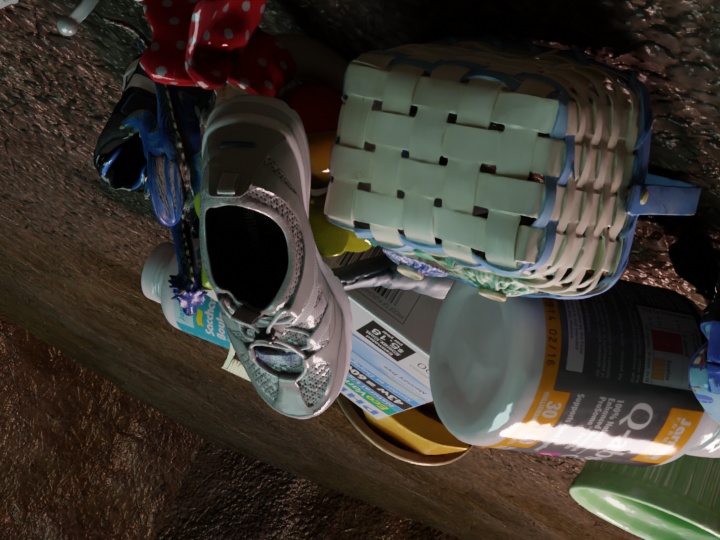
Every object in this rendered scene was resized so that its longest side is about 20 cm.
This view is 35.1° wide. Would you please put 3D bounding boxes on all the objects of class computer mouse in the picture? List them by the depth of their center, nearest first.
[{"bbox_3d":[0.192,0.040,0.837,0.109,0.044,0.200,30,140,-33],"label":"computer mouse"}]

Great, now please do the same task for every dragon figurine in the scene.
[{"bbox_3d":[-0.117,-0.067,0.751,0.099,0.059,0.201,-127,26,-49],"label":"dragon figurine"}]

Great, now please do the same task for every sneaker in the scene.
[{"bbox_3d":[-0.055,0.012,0.602,0.074,0.082,0.201,-2,128,14],"label":"sneaker"},{"bbox_3d":[-0.170,-0.106,0.881,0.073,0.112,0.200,29,164,-9],"label":"sneaker"}]

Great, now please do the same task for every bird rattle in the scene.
[{"bbox_3d":[-0.053,-0.087,0.707,0.112,0.201,0.163,-23,171,41],"label":"bird rattle"}]

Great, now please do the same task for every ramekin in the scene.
[{"bbox_3d":[0.329,0.225,1.190,0.199,0.098,0.200,23,164,7],"label":"ramekin"}]

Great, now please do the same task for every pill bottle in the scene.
[{"bbox_3d":[0.153,0.062,0.720,0.199,0.117,0.116,11,171,-24],"label":"pill bottle"},{"bbox_3d":[-0.145,0.030,1.272,0.199,0.111,0.111,18,162,23],"label":"pill bottle"}]

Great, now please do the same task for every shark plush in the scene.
[{"bbox_3d":[0.072,-0.023,0.740,0.199,0.091,0.083,0,161,-11],"label":"shark plush"}]

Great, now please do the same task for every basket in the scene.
[{"bbox_3d":[0.080,-0.059,0.638,0.176,0.140,0.200,16,-164,32],"label":"basket"}]

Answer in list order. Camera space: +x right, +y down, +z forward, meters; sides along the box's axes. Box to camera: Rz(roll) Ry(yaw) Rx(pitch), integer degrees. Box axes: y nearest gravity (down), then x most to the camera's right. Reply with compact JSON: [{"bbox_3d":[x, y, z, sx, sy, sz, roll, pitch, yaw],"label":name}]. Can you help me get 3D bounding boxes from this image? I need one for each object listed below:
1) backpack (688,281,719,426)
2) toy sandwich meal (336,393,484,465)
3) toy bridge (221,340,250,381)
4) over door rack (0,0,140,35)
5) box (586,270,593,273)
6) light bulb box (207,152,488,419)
[{"bbox_3d":[0.303,0.046,0.610,0.199,0.135,0.183,10,159,36],"label":"backpack"},{"bbox_3d":[0.062,0.105,1.135,0.205,0.206,0.070,30,134,-13],"label":"toy sandwich meal"},{"bbox_3d":[-0.085,0.014,1.028,0.067,0.200,0.027,26,-154,-8],"label":"toy bridge"},{"bbox_3d":[-0.236,-0.217,0.718,0.200,0.067,0.148,10,157,44],"label":"over door rack"},{"bbox_3d":[0.140,0.031,0.976,0.119,0.042,0.200,37,163,-35],"label":"box"},{"bbox_3d":[0.000,0.000,0.871,0.198,0.125,0.200,37,158,-7],"label":"light bulb box"}]
